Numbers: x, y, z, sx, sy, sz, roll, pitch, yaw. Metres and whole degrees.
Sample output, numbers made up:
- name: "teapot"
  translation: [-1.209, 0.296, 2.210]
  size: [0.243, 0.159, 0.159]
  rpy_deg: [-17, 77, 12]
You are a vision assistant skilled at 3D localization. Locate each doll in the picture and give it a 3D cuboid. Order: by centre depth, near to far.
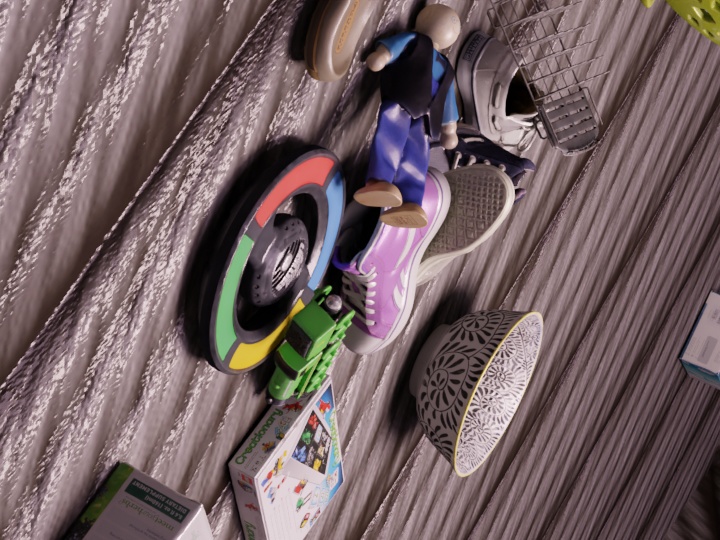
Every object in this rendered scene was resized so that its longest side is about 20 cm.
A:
- name: "doll"
  translation: [0.048, -0.138, 1.533]
  size: [0.136, 0.048, 0.201]
  rpy_deg: [37, 58, -46]

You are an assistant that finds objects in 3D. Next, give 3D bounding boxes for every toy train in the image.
- name: "toy train"
  translation: [-0.048, 0.071, 1.534]
  size: [0.056, 0.042, 0.200]
  rpy_deg: [-41, 170, -23]

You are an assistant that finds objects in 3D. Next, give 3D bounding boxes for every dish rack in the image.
- name: "dish rack"
  translation: [0.185, -0.209, 1.688]
  size: [0.153, 0.054, 0.201]
  rpy_deg: [-26, 94, -61]

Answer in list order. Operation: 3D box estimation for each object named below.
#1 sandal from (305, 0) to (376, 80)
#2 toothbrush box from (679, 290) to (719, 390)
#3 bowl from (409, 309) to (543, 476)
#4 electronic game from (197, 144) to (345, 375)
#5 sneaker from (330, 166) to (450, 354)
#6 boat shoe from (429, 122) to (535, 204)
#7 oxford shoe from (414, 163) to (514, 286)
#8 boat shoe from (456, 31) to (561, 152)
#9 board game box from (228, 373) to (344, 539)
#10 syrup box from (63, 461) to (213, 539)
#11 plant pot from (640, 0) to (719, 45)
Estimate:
- name: "sandal"
  translation: [0.015, -0.233, 1.362]
  size: [0.080, 0.054, 0.201]
  rpy_deg: [-13, 126, -65]
- name: "toothbrush box"
  translation: [0.689, 0.138, 3.442]
  size: [0.147, 0.085, 0.200]
  rpy_deg: [-64, 159, -4]
- name: "bowl"
  translation: [0.115, 0.118, 1.984]
  size: [0.201, 0.094, 0.201]
  rpy_deg: [-50, 155, -33]
- name: "electronic game"
  translation: [-0.070, -0.008, 1.457]
  size: [0.200, 0.041, 0.200]
  rpy_deg: [-50, 156, -33]
- name: "sneaker"
  translation: [0.000, -0.001, 1.603]
  size: [0.114, 0.073, 0.201]
  rpy_deg: [-23, 140, -48]
- name: "boat shoe"
  translation: [0.095, -0.096, 1.686]
  size: [0.200, 0.092, 0.075]
  rpy_deg: [-21, 134, -60]
- name: "oxford shoe"
  translation: [0.072, -0.038, 1.644]
  size: [0.058, 0.075, 0.200]
  rpy_deg: [-22, 166, -47]
- name: "boat shoe"
  translation: [0.155, -0.163, 1.767]
  size: [0.075, 0.086, 0.202]
  rpy_deg: [-58, 158, -16]
- name: "board game box"
  translation: [-0.067, 0.192, 1.705]
  size: [0.126, 0.035, 0.200]
  rpy_deg: [-53, 157, -28]
- name: "syrup box"
  translation: [-0.203, 0.258, 1.381]
  size: [0.200, 0.078, 0.082]
  rpy_deg: [-54, 158, -27]
- name: "plant pot"
  translation: [0.409, -0.383, 2.003]
  size: [0.201, 0.181, 0.199]
  rpy_deg: [-59, 159, -14]
